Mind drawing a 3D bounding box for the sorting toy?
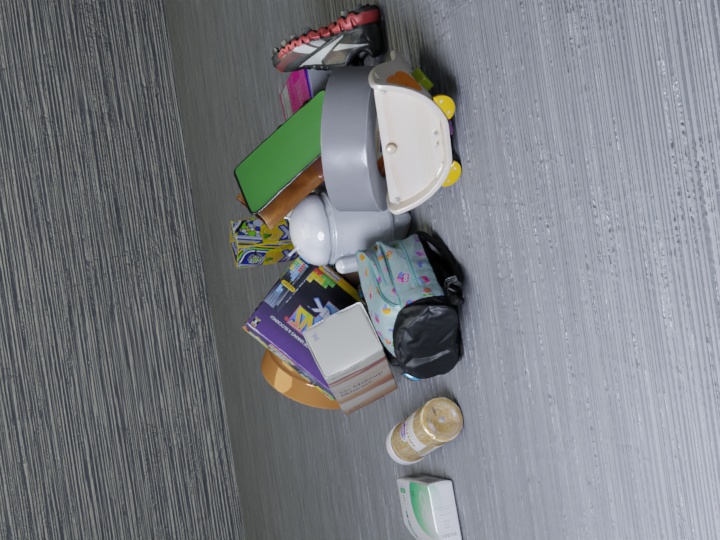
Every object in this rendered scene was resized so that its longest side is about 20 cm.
[{"bbox_3d":[0.068,-0.216,1.529,0.181,0.106,0.201,-101,1,-53],"label":"sorting toy"}]

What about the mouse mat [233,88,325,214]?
[{"bbox_3d":[-0.108,-0.182,1.673,0.008,0.200,0.161,44,-170,-34],"label":"mouse mat"}]

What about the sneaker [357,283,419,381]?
[{"bbox_3d":[0.064,0.097,1.762,0.201,0.073,0.082,65,-176,35],"label":"sneaker"}]

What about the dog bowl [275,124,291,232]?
[{"bbox_3d":[-0.082,-0.149,1.842,0.200,0.073,0.202,-9,-90,-79],"label":"dog bowl"}]

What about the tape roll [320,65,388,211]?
[{"bbox_3d":[0.002,-0.183,1.542,0.200,0.065,0.202,1,-90,-75],"label":"tape roll"}]

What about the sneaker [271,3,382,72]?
[{"bbox_3d":[-0.049,-0.341,1.733,0.071,0.199,0.099,-33,-77,-64],"label":"sneaker"}]

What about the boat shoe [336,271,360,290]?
[{"bbox_3d":[0.001,0.006,1.871,0.202,0.074,0.075,136,123,-69],"label":"boat shoe"}]

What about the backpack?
[{"bbox_3d":[0.070,0.036,1.586,0.168,0.125,0.201,94,162,-45],"label":"backpack"}]

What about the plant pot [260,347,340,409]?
[{"bbox_3d":[-0.068,0.137,1.999,0.200,0.198,0.141,56,133,54],"label":"plant pot"}]

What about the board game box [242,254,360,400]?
[{"bbox_3d":[-0.070,0.090,1.843,0.200,0.166,0.057,39,161,-6],"label":"board game box"}]

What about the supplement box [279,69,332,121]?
[{"bbox_3d":[-0.064,-0.296,1.887,0.200,0.100,0.104,143,116,-71],"label":"supplement box"}]

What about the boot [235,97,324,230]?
[{"bbox_3d":[-0.107,-0.165,1.715,0.188,0.200,0.069,47,176,43],"label":"boot"}]

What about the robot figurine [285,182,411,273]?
[{"bbox_3d":[-0.024,-0.071,1.705,0.113,0.198,0.171,103,152,-52],"label":"robot figurine"}]

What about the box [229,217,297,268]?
[{"bbox_3d":[-0.144,-0.062,2.091,0.065,0.198,0.070,102,154,-50],"label":"box"}]

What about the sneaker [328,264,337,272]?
[{"bbox_3d":[-0.045,-0.014,1.973,0.200,0.075,0.106,99,-177,-69],"label":"sneaker"}]

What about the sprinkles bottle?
[{"bbox_3d":[0.096,0.249,1.701,0.200,0.068,0.069,126,133,-65],"label":"sprinkles bottle"}]

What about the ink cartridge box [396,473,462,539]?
[{"bbox_3d":[0.117,0.431,1.763,0.161,0.050,0.202,158,105,-72],"label":"ink cartridge box"}]

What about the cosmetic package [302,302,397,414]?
[{"bbox_3d":[-0.012,0.139,1.697,0.088,0.103,0.200,63,178,24],"label":"cosmetic package"}]
